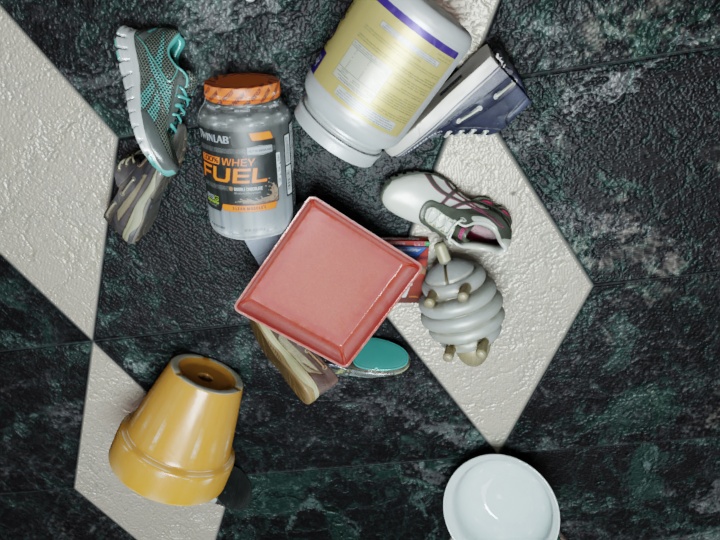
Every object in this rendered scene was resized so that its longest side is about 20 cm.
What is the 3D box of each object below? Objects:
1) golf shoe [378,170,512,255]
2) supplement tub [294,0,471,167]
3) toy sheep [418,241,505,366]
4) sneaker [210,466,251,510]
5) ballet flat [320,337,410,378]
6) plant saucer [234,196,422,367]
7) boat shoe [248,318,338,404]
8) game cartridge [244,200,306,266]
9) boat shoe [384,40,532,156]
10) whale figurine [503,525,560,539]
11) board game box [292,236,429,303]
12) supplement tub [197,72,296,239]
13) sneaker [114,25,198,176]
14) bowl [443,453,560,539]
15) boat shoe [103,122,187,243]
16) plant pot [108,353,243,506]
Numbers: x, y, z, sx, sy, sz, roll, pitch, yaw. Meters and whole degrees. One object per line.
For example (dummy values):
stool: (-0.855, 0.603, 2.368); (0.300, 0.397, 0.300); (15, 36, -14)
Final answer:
golf shoe: (0.122, -0.081, 0.897); (0.199, 0.088, 0.077); (17, 120, -4)
supplement tub: (0.023, -0.243, 0.783); (0.145, 0.146, 0.200); (33, 115, -13)
toy sheep: (0.147, 0.051, 0.942); (0.137, 0.138, 0.201); (-13, 109, 10)
sneaker: (-0.293, 0.388, 1.190); (0.088, 0.074, 0.200); (-14, 137, 43)
ballet flat: (-0.020, 0.143, 1.047); (0.200, 0.072, 0.072); (7, 119, 0)
plant saucer: (-0.047, 0.017, 0.920); (0.200, 0.037, 0.200); (31, 105, -22)
boat shoe: (-0.107, 0.112, 0.986); (0.072, 0.200, 0.072); (-29, 146, -23)
game cartridge: (-0.076, -0.003, 0.981); (0.133, 0.041, 0.200); (-24, 114, 11)
boat shoe: (0.130, -0.197, 0.842); (0.200, 0.075, 0.093); (-37, 117, 28)
whale figurine: (0.320, 0.533, 1.223); (0.159, 0.104, 0.200); (-15, 141, 10)
board game box: (0.000, 0.000, 0.952); (0.199, 0.019, 0.103); (0, 114, -11)
supplement tub: (-0.150, -0.153, 0.855); (0.122, 0.123, 0.201); (1, 118, 3)
sneaker: (-0.251, -0.224, 0.822); (0.091, 0.078, 0.201); (-12, 90, -3)
bowl: (0.254, 0.414, 1.132); (0.200, 0.090, 0.202); (0, 91, 22)
boat shoe: (-0.312, -0.131, 0.904); (0.073, 0.075, 0.200); (30, 110, -6)
plant pot: (-0.285, 0.247, 1.053); (0.200, 0.200, 0.184); (23, 101, -8)
